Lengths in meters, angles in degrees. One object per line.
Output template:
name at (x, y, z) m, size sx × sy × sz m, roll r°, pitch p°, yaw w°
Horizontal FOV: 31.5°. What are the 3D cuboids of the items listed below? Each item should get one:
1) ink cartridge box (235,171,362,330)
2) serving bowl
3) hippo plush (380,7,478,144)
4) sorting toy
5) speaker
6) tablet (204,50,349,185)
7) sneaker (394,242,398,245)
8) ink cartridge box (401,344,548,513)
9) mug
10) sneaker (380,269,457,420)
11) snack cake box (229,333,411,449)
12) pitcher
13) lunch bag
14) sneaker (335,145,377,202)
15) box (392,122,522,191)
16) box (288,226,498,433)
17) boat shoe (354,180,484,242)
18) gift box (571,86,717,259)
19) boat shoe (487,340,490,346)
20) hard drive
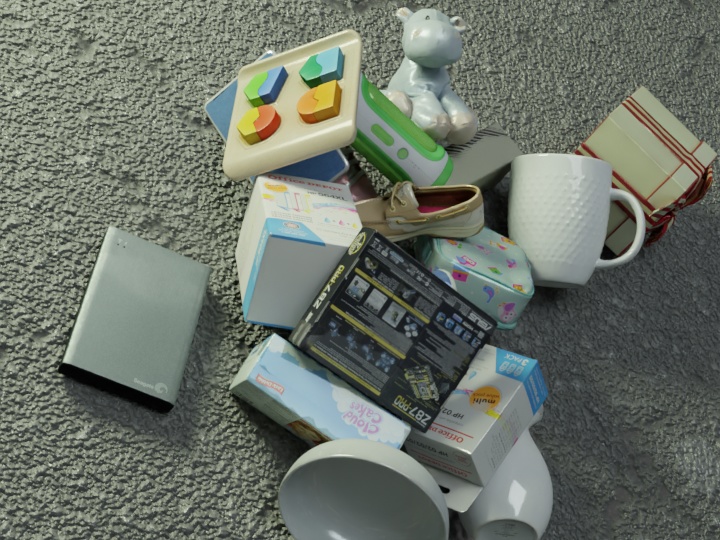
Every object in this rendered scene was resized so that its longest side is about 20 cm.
ink cartridge box at (-0.077, -0.029, 1.583) m, size 0.127 × 0.126 × 0.200 m, roll 9°, pitch 28°, yaw -16°
serving bowl at (0.009, 0.260, 1.454) m, size 0.199 × 0.200 × 0.066 m, roll 33°, pitch 41°, yaw -8°
hippo plush at (0.109, -0.280, 1.803) m, size 0.158 × 0.162 × 0.200 m, roll 16°, pitch 18°, yaw -7°
sorting toy at (-0.088, -0.217, 1.626) m, size 0.037 × 0.184 × 0.201 m, roll 55°, pitch 27°, yaw -43°
speaker at (0.031, -0.181, 1.702) m, size 0.200 × 0.088 × 0.089 m, roll 40°, pitch 48°, yaw -20°
tablet at (-0.114, -0.180, 1.713) m, size 0.201 × 0.130 × 0.014 m, roll 56°, pitch 16°, yaw 11°
sneaker at (0.000, 0.000, 1.659) m, size 0.078 × 0.076 × 0.200 m, roll 15°, pitch 11°, yaw 2°
ink cartridge box at (0.128, 0.186, 1.562) m, size 0.200 × 0.114 × 0.068 m, roll -50°, pitch 136°, yaw -29°
mug at (0.309, -0.066, 1.838) m, size 0.198 × 0.148 × 0.177 m, roll 4°, pitch 85°, yaw 12°
sneaker at (0.037, 0.087, 1.587) m, size 0.114 × 0.201 × 0.081 m, roll 1°, pitch 27°, yaw -29°
snack cake box at (-0.050, 0.164, 1.522) m, size 0.199 × 0.115 × 0.067 m, roll 35°, pitch 71°, yaw -8°
pitcher at (0.155, 0.248, 1.612) m, size 0.170 × 0.122 × 0.201 m, roll 6°, pitch 45°, yaw -3°
lunch bag at (0.147, -0.005, 1.734) m, size 0.159 × 0.078 × 0.200 m, roll 22°, pitch 21°, yaw -8°
sneaker at (-0.041, -0.165, 1.751) m, size 0.200 × 0.105 × 0.075 m, roll 44°, pitch 46°, yaw 0°
box at (0.141, -0.140, 1.859) m, size 0.199 × 0.082 × 0.069 m, roll -29°, pitch 76°, yaw -41°
box at (0.041, 0.071, 1.489) m, size 0.199 × 0.049 × 0.162 m, roll 35°, pitch 85°, yaw -21°
boat shoe at (0.065, -0.084, 1.674) m, size 0.198 × 0.070 × 0.074 m, roll -4°, pitch 42°, yaw -5°
gift box at (0.415, -0.136, 1.957) m, size 0.187 × 0.185 × 0.200 m, roll 44°, pitch 45°, yaw 5°
boat shoe at (0.096, 0.084, 1.695) m, size 0.198 × 0.072 × 0.073 m, roll 3°, pitch 61°, yaw -29°
hard drive at (-0.265, 0.058, 1.523) m, size 0.139 × 0.033 × 0.201 m, roll 23°, pitch 52°, yaw -17°
